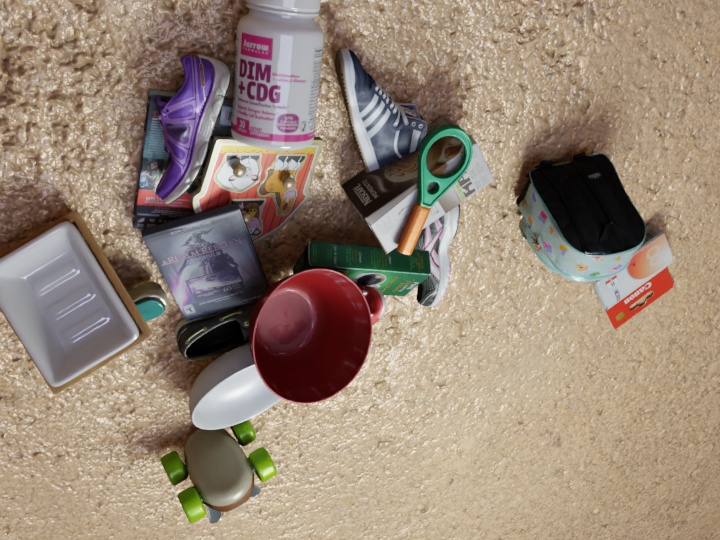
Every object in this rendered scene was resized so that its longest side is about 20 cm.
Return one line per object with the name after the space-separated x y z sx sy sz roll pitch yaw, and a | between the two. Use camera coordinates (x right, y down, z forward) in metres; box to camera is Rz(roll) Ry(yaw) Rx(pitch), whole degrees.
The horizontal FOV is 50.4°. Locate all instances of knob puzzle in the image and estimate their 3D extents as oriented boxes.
-0.152 -0.101 1.113 0.218 0.031 0.221 -25 143 -20 | knob puzzle

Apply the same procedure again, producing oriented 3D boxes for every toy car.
-0.239 0.384 1.363 0.163 0.158 0.201 -26 140 -18 | toy car

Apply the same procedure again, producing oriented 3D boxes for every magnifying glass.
0.100 -0.115 1.110 0.079 0.022 0.202 12 112 -26 | magnifying glass

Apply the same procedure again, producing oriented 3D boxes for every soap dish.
-0.400 0.042 1.051 0.156 0.081 0.201 -31 95 -2 | soap dish

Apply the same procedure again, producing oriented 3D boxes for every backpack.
0.370 -0.076 1.282 0.174 0.201 0.154 -12 142 -18 | backpack

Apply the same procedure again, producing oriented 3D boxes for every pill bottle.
-0.107 -0.267 0.993 0.112 0.113 0.202 -2 113 -22 | pill bottle

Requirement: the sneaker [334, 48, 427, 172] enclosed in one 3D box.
0.033 -0.240 1.100 0.107 0.070 0.201 -17 135 1 | sneaker

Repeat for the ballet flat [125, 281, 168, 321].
-0.380 0.068 1.135 0.198 0.070 0.070 -20 128 -4 | ballet flat

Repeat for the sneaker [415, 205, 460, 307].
0.105 -0.037 1.283 0.085 0.081 0.202 1 114 -9 | sneaker

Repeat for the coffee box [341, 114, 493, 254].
0.086 -0.134 1.173 0.199 0.115 0.080 -35 128 0 | coffee box

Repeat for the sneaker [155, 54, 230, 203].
-0.236 -0.188 1.010 0.083 0.081 0.202 18 106 -14 | sneaker

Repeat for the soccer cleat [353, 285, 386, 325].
0.000 0.070 1.255 0.084 0.069 0.200 -7 163 -31 | soccer cleat

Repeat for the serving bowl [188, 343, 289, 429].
-0.197 0.179 1.266 0.198 0.066 0.201 -25 153 -14 | serving bowl

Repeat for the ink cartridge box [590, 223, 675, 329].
0.552 0.026 1.526 0.162 0.050 0.200 -36 125 3 | ink cartridge box

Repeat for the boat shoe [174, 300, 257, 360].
-0.196 0.092 1.231 0.199 0.061 0.072 -19 129 -11 | boat shoe

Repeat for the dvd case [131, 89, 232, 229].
-0.239 -0.147 1.081 0.144 0.022 0.202 2 121 -25 | dvd case

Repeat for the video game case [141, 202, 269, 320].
-0.224 -0.008 1.142 0.141 0.019 0.201 -16 140 -3 | video game case

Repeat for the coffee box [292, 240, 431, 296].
0.000 0.000 1.217 0.198 0.045 0.123 4 159 -16 | coffee box

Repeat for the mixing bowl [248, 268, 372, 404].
-0.093 0.089 1.155 0.198 0.108 0.203 -7 102 -31 | mixing bowl
